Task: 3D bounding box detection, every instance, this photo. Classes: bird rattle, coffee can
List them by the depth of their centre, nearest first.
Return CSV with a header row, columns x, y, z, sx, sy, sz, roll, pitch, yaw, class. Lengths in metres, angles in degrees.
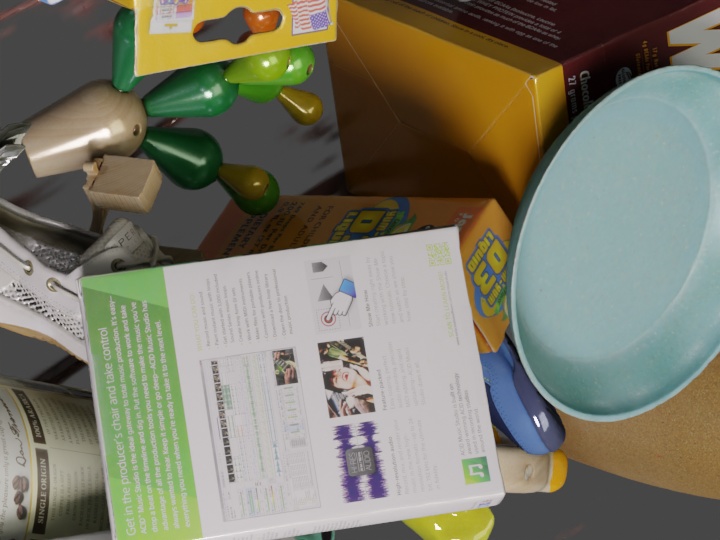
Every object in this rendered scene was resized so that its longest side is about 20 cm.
x,y,z,sx,sy,sz,roll,pitch,yaw,class
-0.220,0.122,1.385,0.199,0.146,0.147,13,100,-41,coffee can
0.032,0.102,1.582,0.200,0.162,0.113,22,76,-51,bird rattle

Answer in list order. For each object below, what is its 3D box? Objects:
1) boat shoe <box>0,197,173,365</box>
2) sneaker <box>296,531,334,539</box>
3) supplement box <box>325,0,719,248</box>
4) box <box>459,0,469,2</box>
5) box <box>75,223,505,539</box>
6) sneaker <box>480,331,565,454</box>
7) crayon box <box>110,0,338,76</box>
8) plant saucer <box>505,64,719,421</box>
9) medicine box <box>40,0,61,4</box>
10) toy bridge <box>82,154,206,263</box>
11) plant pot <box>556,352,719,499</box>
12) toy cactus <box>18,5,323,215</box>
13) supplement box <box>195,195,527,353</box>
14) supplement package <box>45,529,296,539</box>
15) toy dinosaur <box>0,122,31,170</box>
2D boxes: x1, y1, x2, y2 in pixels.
x,y,z,sx,sy,sz,roll,pitch,yaw,class
-0.131,0.007,1.384,0.071,0.199,0.070,-55,160,-65,boat shoe
-0.094,0.162,1.523,0.201,0.139,0.078,61,27,-8,sneaker
0.119,-0.112,1.523,0.199,0.197,0.133,-26,123,-29,supplement box
0.122,-0.281,1.450,0.198,0.131,0.201,-25,94,-28,box
-0.036,0.061,1.331,0.199,0.036,0.145,-7,74,-8,box
0.039,0.048,1.544,0.082,0.200,0.074,-44,153,-5,sneaker
-0.071,-0.206,1.290,0.125,0.051,0.201,-13,116,-35,crayon box
0.145,-0.018,1.425,0.199,0.036,0.201,-18,120,-35,plant saucer
-0.125,-0.265,1.325,0.199,0.103,0.183,-31,125,-25,medicine box
-0.118,0.000,1.463,0.200,0.067,0.027,66,37,-51,toy bridge
0.235,0.073,1.696,0.186,0.200,0.187,-17,120,-33,plant pot
-0.107,-0.102,1.426,0.164,0.103,0.200,-21,144,-5,toy cactus
0.000,0.000,1.467,0.067,0.199,0.069,-57,131,-31,supplement box
-0.121,0.210,1.334,0.199,0.118,0.117,-6,137,-30,supplement package
-0.249,-0.074,1.332,0.135,0.102,0.201,28,105,-18,toy dinosaur
